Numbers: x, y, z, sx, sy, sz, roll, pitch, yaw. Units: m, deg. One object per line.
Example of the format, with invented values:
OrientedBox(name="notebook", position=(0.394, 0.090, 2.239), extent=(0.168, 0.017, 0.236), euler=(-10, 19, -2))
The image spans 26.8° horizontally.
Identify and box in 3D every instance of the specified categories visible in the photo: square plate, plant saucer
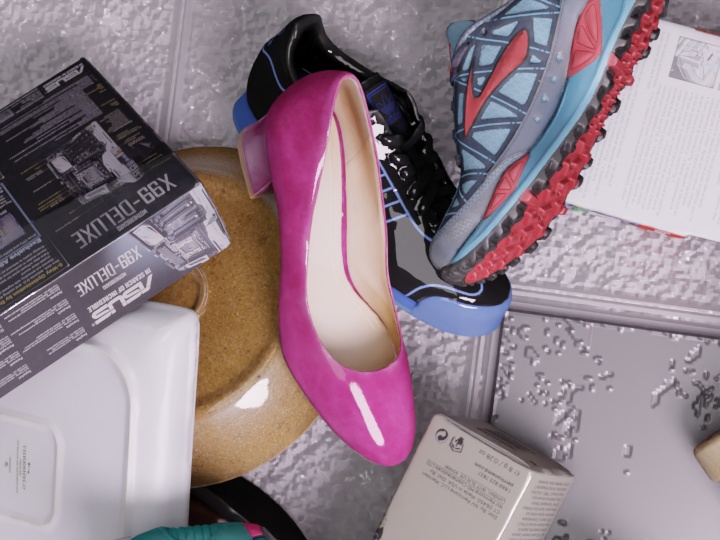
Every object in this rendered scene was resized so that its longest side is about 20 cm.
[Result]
OrientedBox(name="square plate", position=(-0.178, 0.107, 0.822), extent=(0.196, 0.028, 0.203), euler=(9, 99, 28))
OrientedBox(name="plant saucer", position=(-0.099, 0.018, 0.840), extent=(0.198, 0.035, 0.203), euler=(-4, 70, 12))

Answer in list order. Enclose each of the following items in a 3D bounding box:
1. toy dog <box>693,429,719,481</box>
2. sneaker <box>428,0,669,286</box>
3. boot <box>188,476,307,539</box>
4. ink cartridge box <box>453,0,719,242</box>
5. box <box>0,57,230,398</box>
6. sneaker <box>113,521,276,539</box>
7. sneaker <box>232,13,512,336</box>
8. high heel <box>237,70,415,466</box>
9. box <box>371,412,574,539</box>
OrientedBox(name="toy dog", position=(0.266, 0.087, 0.784), extent=(0.131, 0.096, 0.201), euler=(38, 95, 7))
OrientedBox(name="sneaker", position=(0.081, -0.089, 0.785), extent=(0.095, 0.079, 0.201), euler=(29, 88, 21))
OrientedBox(name="boot", position=(-0.139, 0.199, 0.861), extent=(0.187, 0.068, 0.202), euler=(26, 94, 8))
OrientedBox(name="ink cartridge box", position=(0.160, -0.078, 0.826), extent=(0.198, 0.050, 0.110), euler=(17, 92, 7))
OrientedBox(name="box", position=(-0.190, -0.015, 0.806), extent=(0.199, 0.050, 0.158), euler=(-35, 45, -13))
OrientedBox(name="sneaker", position=(-0.051, 0.214, 0.772), extent=(0.119, 0.084, 0.202), euler=(-17, 104, -8))
OrientedBox(name="sneaker", position=(0.014, -0.052, 0.825), extent=(0.200, 0.070, 0.078), euler=(43, 134, 7))
OrientedBox(name="high heel", position=(0.000, 0.000, 0.774), extent=(0.067, 0.096, 0.202), euler=(-13, 84, -34))
OrientedBox(name="box", position=(0.036, 0.182, 0.820), extent=(0.068, 0.082, 0.202), euler=(28, 92, 26))
